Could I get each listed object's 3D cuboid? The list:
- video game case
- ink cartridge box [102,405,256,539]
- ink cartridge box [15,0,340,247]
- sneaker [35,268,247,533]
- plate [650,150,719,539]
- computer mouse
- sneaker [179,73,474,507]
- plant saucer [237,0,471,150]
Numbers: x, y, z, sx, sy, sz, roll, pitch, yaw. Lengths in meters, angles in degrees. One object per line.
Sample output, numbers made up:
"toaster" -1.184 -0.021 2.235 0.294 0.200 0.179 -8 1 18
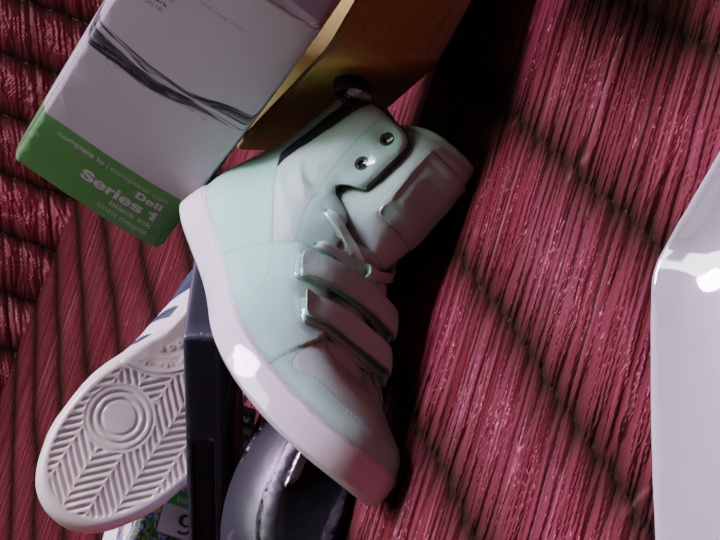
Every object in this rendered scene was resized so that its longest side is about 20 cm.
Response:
"video game case" -0.067 0.077 1.335 0.143 0.019 0.200 -87 -3 -59
"ink cartridge box" -0.110 0.168 1.491 0.109 0.050 0.200 121 166 -47
"ink cartridge box" -0.058 -0.123 1.269 0.146 0.084 0.200 -60 7 -35
"sneaker" -0.090 0.058 1.474 0.200 0.075 0.085 -47 -2 -17
"plate" 0.124 -0.011 0.666 0.200 0.032 0.200 -84 18 -55
"computer mouse" -0.033 0.074 1.280 0.140 0.046 0.200 144 145 -69
"sneaker" 0.000 0.000 1.189 0.118 0.074 0.201 -38 42 11
"plant saucer" 0.028 -0.145 1.318 0.200 0.048 0.200 -60 7 -15
